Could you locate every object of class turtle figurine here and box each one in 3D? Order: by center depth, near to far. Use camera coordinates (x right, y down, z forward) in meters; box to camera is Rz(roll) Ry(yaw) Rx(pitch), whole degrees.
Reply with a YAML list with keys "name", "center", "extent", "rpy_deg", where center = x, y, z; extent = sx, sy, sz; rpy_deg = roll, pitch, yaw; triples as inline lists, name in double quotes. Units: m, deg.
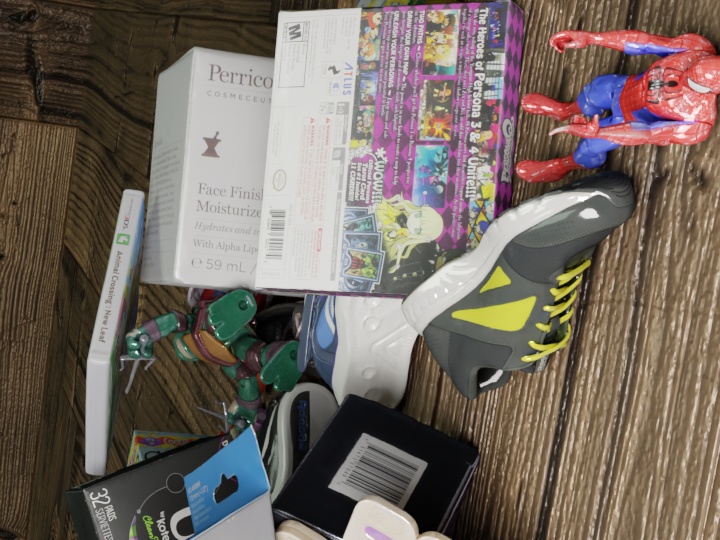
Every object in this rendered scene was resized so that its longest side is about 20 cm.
- name: "turtle figurine"
  center: [-0.132, 0.070, 1.246]
  extent: [0.199, 0.149, 0.102]
  rpy_deg: [-18, 49, 58]

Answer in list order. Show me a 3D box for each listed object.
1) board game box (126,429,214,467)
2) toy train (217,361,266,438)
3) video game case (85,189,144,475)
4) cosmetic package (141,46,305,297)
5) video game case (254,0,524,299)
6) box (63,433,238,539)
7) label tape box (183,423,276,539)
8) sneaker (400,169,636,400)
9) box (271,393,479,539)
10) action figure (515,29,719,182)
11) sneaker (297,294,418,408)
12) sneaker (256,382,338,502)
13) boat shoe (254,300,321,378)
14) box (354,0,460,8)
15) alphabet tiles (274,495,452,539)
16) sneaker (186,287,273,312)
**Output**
- name: "board game box"
  center: [-0.191, 0.267, 1.527]
  extent: [0.200, 0.104, 0.104]
  rpy_deg: [-127, 47, -62]
- name: "toy train"
  center: [-0.107, 0.143, 1.400]
  extent: [0.200, 0.055, 0.152]
  rpy_deg: [-120, 40, -60]
- name: "video game case"
  center: [-0.222, 0.059, 1.284]
  extent: [0.201, 0.022, 0.183]
  rpy_deg: [105, 172, -53]
- name: "cosmetic package"
  center: [-0.096, -0.081, 1.272]
  extent: [0.165, 0.163, 0.202]
  rpy_deg: [180, 94, -72]
- name: "video game case"
  center: [0.018, -0.081, 0.976]
  extent: [0.180, 0.036, 0.202]
  rpy_deg: [2, 85, 27]
- name: "box"
  center: [-0.165, 0.270, 1.297]
  extent: [0.202, 0.147, 0.124]
  rpy_deg: [70, 158, 2]
- name: "label tape box"
  center: [-0.098, 0.209, 0.850]
  extent: [0.143, 0.065, 0.202]
  rpy_deg: [-39, 57, 57]
- name: "sneaker"
  center: [0.105, 0.011, 0.841]
  extent: [0.085, 0.074, 0.200]
  rpy_deg: [62, 143, 11]
- name: "box"
  center: [-0.012, 0.212, 0.949]
  extent: [0.148, 0.103, 0.201]
  rpy_deg: [-52, -18, -57]
- name: "action figure"
  center: [0.120, -0.091, 0.768]
  extent: [0.200, 0.098, 0.066]
  rpy_deg: [168, 107, -67]
- name: "sneaker"
  center: [0.000, 0.000, 1.097]
  extent: [0.147, 0.080, 0.202]
  rpy_deg: [-117, 32, -50]
- name: "sneaker"
  center: [-0.063, 0.206, 1.246]
  extent: [0.112, 0.072, 0.202]
  rpy_deg: [141, 140, -68]
- name: "boat shoe"
  center: [-0.056, 0.061, 1.274]
  extent: [0.200, 0.056, 0.068]
  rpy_deg: [169, 107, -70]
- name: "box"
  center: [0.002, -0.133, 1.118]
  extent: [0.202, 0.048, 0.117]
  rpy_deg: [-67, 22, 9]
- name: "alphabet tiles"
  center: [0.023, 0.230, 0.836]
  extent: [0.015, 0.199, 0.197]
  rpy_deg: [-45, -20, -54]
- name: "sneaker"
  center: [-0.116, -0.025, 1.392]
  extent: [0.113, 0.071, 0.202]
  rpy_deg: [-48, -32, -67]
